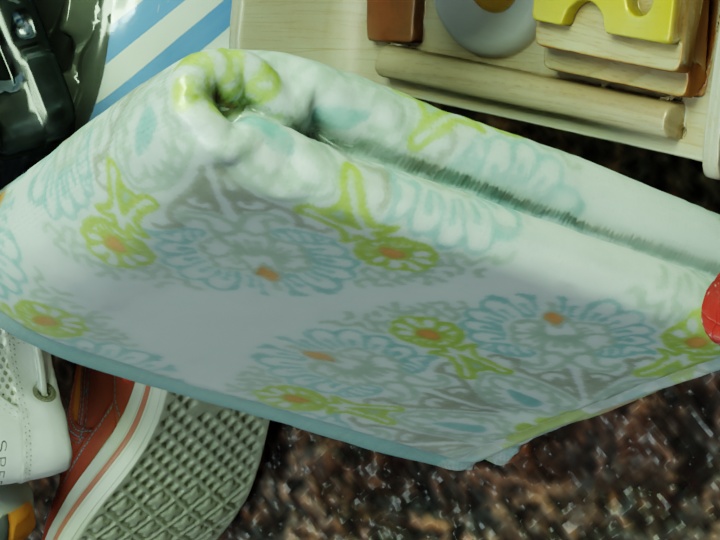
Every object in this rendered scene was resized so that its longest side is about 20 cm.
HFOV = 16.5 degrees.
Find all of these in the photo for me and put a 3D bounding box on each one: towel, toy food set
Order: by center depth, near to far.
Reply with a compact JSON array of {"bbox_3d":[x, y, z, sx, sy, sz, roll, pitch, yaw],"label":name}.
[{"bbox_3d":[0.038,-0.111,0.686,0.200,0.060,0.144,17,105,48],"label":"toy food set"},{"bbox_3d":[0.000,0.000,0.719,0.171,0.199,0.048,-31,47,55],"label":"towel"}]

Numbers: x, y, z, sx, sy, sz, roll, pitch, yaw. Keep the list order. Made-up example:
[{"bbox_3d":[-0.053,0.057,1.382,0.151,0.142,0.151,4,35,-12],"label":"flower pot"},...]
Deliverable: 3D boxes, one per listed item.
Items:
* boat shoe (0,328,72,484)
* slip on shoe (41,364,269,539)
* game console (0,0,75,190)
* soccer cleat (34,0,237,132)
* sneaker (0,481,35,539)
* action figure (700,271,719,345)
[{"bbox_3d":[-0.128,-0.017,0.862,0.071,0.069,0.201,120,148,-62],"label":"boat shoe"},{"bbox_3d":[-0.072,0.045,0.878,0.061,0.074,0.201,53,136,37],"label":"slip on shoe"},{"bbox_3d":[-0.173,-0.108,0.735,0.201,0.116,0.176,69,161,9],"label":"game console"},{"bbox_3d":[-0.048,-0.124,0.793,0.070,0.086,0.201,37,112,59],"label":"soccer cleat"},{"bbox_3d":[-0.200,0.043,0.877,0.199,0.076,0.093,18,113,23],"label":"sneaker"},{"bbox_3d":[0.135,-0.032,0.590,0.099,0.065,0.201,34,127,42],"label":"action figure"}]
